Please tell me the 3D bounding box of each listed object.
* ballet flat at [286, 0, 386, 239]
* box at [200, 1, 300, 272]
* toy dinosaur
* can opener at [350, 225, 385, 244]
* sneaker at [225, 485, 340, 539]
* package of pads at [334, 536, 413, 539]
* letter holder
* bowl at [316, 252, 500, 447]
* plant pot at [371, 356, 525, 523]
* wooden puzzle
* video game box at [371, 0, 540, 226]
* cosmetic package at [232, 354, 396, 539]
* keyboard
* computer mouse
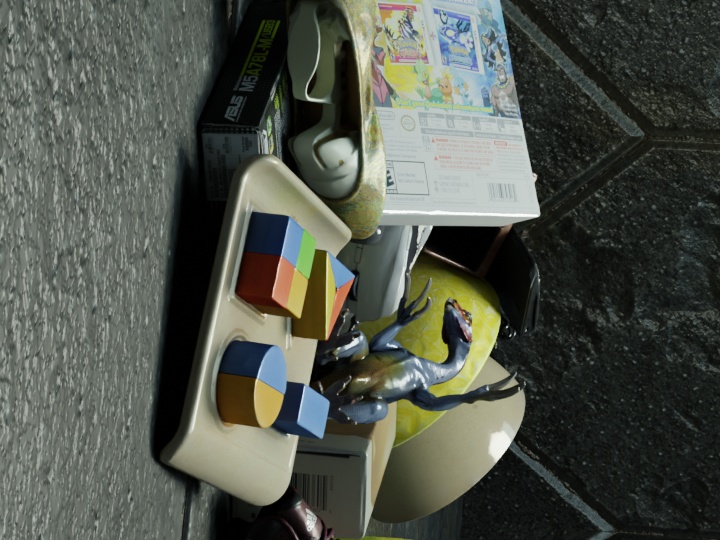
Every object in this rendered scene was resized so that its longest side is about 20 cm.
[{"bbox_3d":[-0.022,-0.111,1.304,0.071,0.070,0.201,-70,160,-68],"label":"ballet flat"},{"bbox_3d":[-0.067,-0.058,1.349,0.194,0.047,0.201,-80,170,-57],"label":"box"},{"bbox_3d":[0.014,0.066,1.423,0.181,0.199,0.106,13,61,-68],"label":"toy dinosaur"},{"bbox_3d":[0.040,-0.102,1.496,0.054,0.066,0.201,83,19,-46],"label":"can opener"},{"bbox_3d":[-0.017,0.213,1.360,0.076,0.199,0.116,-45,131,-53],"label":"sneaker"},{"bbox_3d":[0.005,0.279,1.462,0.068,0.198,0.156,59,35,-74],"label":"package of pads"},{"bbox_3d":[0.030,-0.096,1.662,0.101,0.142,0.200,-62,-143,10],"label":"letter holder"},{"bbox_3d":[0.011,0.047,1.657,0.108,0.199,0.201,46,33,-27],"label":"bowl"},{"bbox_3d":[0.044,0.131,1.912,0.135,0.200,0.201,50,27,-22],"label":"plant pot"},{"bbox_3d":[-0.053,0.046,1.246,0.185,0.046,0.201,43,60,-67],"label":"wooden puzzle"},{"bbox_3d":[0.047,-0.125,1.447,0.199,0.047,0.184,0,80,-49],"label":"video game box"},{"bbox_3d":[-0.032,0.132,1.497,0.200,0.104,0.072,-70,164,-72],"label":"cosmetic package"},{"bbox_3d":[0.112,-0.015,1.702,0.200,0.020,0.128,-116,-154,-45],"label":"keyboard"},{"bbox_3d":[0.000,0.000,1.502,0.044,0.109,0.201,39,66,-57],"label":"computer mouse"}]
